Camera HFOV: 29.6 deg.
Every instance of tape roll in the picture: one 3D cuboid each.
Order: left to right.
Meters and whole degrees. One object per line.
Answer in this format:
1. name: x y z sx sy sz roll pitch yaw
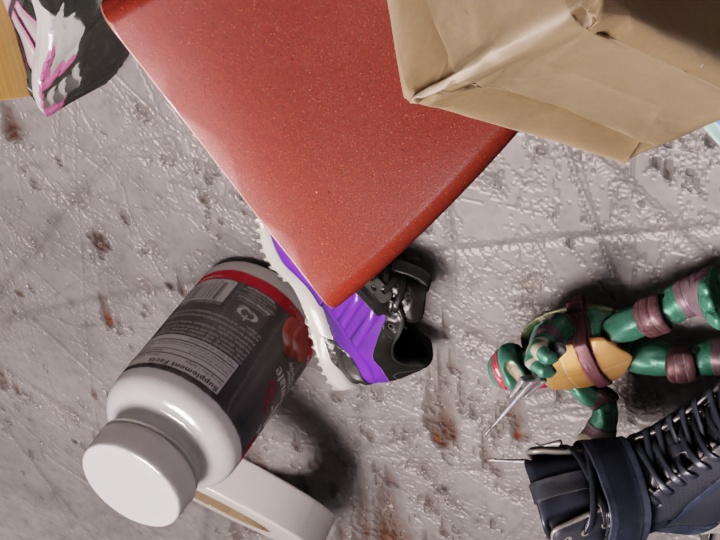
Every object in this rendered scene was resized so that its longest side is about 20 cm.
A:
1. tape roll: -0.117 0.182 1.160 0.203 0.037 0.203 24 164 8

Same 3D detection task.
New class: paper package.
1. paper package: 0.095 -0.166 0.620 0.103 0.191 0.200 -20 72 36

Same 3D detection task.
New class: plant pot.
1. plant pot: 0.006 -0.135 0.756 0.176 0.200 0.200 -31 108 17

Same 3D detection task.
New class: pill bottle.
1. pill bottle: -0.122 0.093 1.032 0.111 0.200 0.111 18 135 19

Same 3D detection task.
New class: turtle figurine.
1. turtle figurine: 0.152 0.063 0.904 0.200 0.101 0.150 -19 143 25

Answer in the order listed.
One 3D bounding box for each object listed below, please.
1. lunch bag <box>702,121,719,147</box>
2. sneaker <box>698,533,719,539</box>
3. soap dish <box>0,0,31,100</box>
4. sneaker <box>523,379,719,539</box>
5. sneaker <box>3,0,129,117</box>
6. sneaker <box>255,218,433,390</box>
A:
1. lunch bag: 0.248 -0.121 0.674 0.200 0.122 0.170 47 139 0
2. sneaker: 0.271 0.164 0.942 0.090 0.066 0.200 6 132 25
3. soap dish: -0.324 -0.217 0.966 0.157 0.081 0.200 20 137 29
4. sneaker: 0.183 0.117 0.842 0.146 0.077 0.202 -3 146 -11
5. sneaker: -0.212 -0.193 0.935 0.086 0.080 0.200 47 150 18
6. sneaker: 0.000 0.000 0.979 0.099 0.070 0.200 -5 128 27
